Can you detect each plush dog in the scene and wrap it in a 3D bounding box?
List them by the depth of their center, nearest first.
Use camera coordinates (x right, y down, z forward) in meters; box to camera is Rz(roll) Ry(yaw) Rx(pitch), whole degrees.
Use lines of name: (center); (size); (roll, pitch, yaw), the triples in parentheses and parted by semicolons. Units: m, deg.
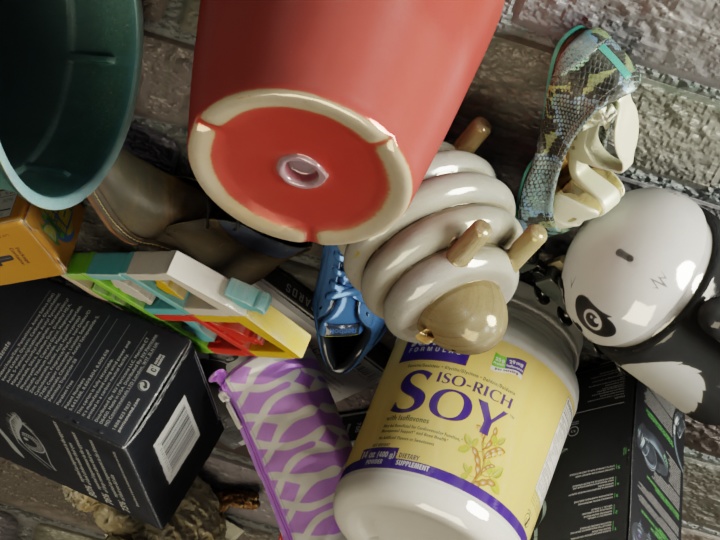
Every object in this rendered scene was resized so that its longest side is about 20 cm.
plush dog: (-0.178, 0.259, 1.951); (0.159, 0.173, 0.201); (3, 141, 14)

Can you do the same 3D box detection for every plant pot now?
plant pot: (-0.020, -0.127, 1.407); (0.199, 0.178, 0.201); (9, 143, 7)
plant pot: (-0.272, -0.151, 1.463); (0.195, 0.201, 0.201); (8, 143, 23)

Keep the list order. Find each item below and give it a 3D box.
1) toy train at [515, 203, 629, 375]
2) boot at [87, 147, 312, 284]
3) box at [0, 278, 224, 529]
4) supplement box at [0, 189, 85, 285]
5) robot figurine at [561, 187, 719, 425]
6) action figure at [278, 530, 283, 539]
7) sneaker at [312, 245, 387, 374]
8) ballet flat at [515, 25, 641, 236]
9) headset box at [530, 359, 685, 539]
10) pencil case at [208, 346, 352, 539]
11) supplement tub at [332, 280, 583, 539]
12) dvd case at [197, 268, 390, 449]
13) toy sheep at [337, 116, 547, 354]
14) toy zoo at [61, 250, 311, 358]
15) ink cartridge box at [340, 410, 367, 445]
toy train: (0.154, 0.013, 1.636); (0.034, 0.046, 0.200); (-22, 129, 42)
boot: (-0.120, -0.053, 1.631); (0.096, 0.075, 0.200); (-21, 141, 25)
box: (-0.224, 0.094, 1.760); (0.199, 0.105, 0.148); (23, 154, 19)
supplement box: (-0.311, -0.027, 1.722); (0.199, 0.069, 0.067); (-7, 139, 28)
robot figurine: (0.229, 0.030, 1.565); (0.200, 0.125, 0.150); (36, 138, -26)
action figure: (0.003, 0.207, 1.846); (0.099, 0.065, 0.200); (44, 137, -8)
sneaker: (0.000, 0.000, 1.645); (0.065, 0.079, 0.201); (14, 141, 4)
ballet flat: (0.147, -0.073, 1.499); (0.074, 0.075, 0.201); (11, 144, 5)
headset box: (0.151, 0.184, 1.715); (0.173, 0.201, 0.093); (-18, 133, 27)
pencil case: (-0.044, 0.151, 1.718); (0.085, 0.201, 0.084); (-12, 155, -30)
supplement tub: (0.076, 0.117, 1.649); (0.144, 0.201, 0.146); (17, 150, 10)
dvd case: (-0.091, 0.071, 1.807); (0.150, 0.025, 0.199); (37, 137, -27)
toy sheep: (0.046, -0.029, 1.517); (0.137, 0.201, 0.138); (-16, 149, -10)
toy zoo: (-0.123, 0.025, 1.655); (0.131, 0.021, 0.199); (34, 161, -31)
ink cartridge box: (0.026, 0.157, 1.867); (0.199, 0.039, 0.100); (-13, 134, 30)
